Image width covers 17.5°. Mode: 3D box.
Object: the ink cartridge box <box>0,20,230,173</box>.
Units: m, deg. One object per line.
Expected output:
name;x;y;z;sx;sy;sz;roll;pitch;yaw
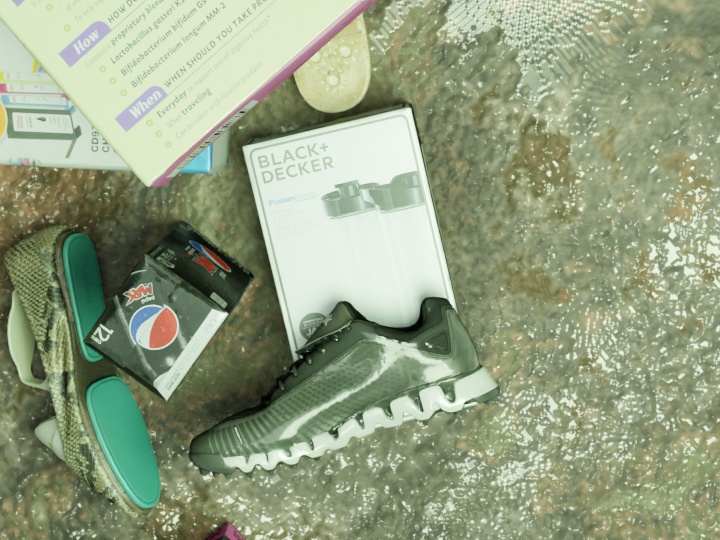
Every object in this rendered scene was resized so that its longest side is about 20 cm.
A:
ink cartridge box;-0.184;-0.140;1.475;0.199;0.145;0.148;3;96;2

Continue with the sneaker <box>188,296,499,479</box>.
sneaker;-0.019;0.068;1.475;0.199;0.066;0.091;-17;93;0

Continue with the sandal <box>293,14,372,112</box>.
sandal;-0.038;-0.204;1.500;0.077;0.070;0.212;-16;96;4

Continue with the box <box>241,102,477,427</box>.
box;0.000;0.000;1.527;0.116;0.060;0.201;-12;96;3

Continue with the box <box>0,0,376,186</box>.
box;-0.117;-0.179;1.349;0.176;0.097;0.200;-41;92;3

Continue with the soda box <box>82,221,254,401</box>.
soda box;-0.117;0.023;1.464;0.063;0.200;0.071;35;97;-2

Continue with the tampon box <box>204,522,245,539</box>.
tampon box;-0.128;0.284;1.519;0.200;0.150;0.126;-39;94;6

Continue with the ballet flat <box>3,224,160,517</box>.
ballet flat;-0.191;0.071;1.548;0.075;0.068;0.201;-16;90;26
